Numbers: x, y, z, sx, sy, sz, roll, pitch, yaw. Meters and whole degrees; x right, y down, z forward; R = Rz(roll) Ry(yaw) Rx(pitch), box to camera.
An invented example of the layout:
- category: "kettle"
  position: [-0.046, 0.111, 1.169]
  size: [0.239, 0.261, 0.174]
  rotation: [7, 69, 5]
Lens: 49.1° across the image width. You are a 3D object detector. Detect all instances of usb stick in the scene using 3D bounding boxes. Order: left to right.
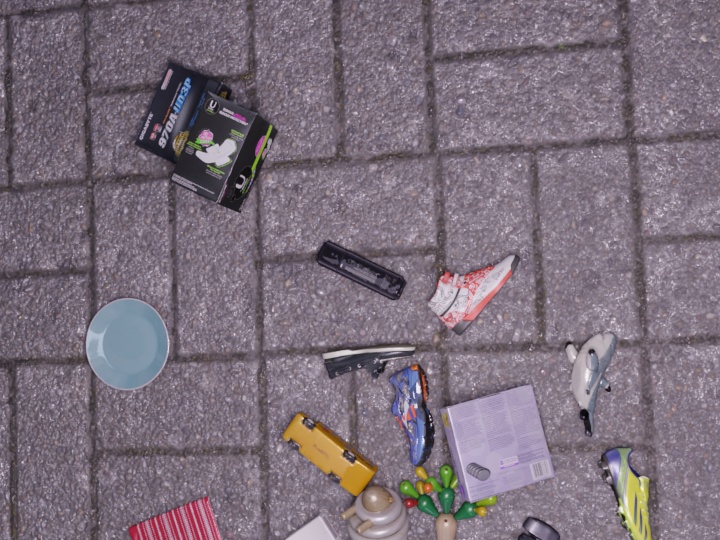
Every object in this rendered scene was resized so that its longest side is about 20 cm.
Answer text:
- category: "usb stick"
  position: [0.000, 0.000, 1.653]
  size: [0.198, 0.033, 0.056]
  rotation: [26, 85, 11]

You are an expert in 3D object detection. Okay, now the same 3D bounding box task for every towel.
- category: "towel"
  position: [-0.394, 0.591, 1.700]
  size: [0.198, 0.022, 0.146]
  rotation: [-23, 81, 7]

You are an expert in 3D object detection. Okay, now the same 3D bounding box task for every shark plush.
- category: "shark plush"
  position: [0.462, 0.224, 1.542]
  size: [0.082, 0.091, 0.203]
  rotation: [2, 82, -20]

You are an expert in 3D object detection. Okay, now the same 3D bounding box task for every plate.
- category: "plate"
  position: [-0.512, 0.162, 1.742]
  size: [0.197, 0.026, 0.203]
  rotation: [0, 88, 10]

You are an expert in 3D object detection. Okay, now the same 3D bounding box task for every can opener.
- category: "can opener"
  position: [0.395, 0.568, 1.536]
  size: [0.199, 0.063, 0.079]
  rotation: [35, 93, 11]

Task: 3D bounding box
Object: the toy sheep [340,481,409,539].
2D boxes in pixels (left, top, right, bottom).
- category: "toy sheep"
  position: [0.033, 0.511, 1.568]
  size: [0.136, 0.138, 0.202]
  rotation: [2, 120, 10]

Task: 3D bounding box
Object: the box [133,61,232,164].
- category: "box"
  position: [-0.387, -0.335, 1.718]
  size: [0.158, 0.046, 0.202]
  rotation: [26, 92, 24]

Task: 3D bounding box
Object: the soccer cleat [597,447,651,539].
- category: "soccer cleat"
  position: [0.529, 0.440, 1.519]
  size: [0.083, 0.065, 0.202]
  rotation: [-21, 84, 2]

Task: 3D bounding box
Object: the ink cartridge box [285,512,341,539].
- category: "ink cartridge box"
  position: [-0.095, 0.638, 1.632]
  size: [0.175, 0.045, 0.201]
  rotation: [-36, 81, 6]

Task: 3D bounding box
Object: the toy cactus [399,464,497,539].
- category: "toy cactus"
  position: [0.176, 0.475, 1.574]
  size: [0.197, 0.102, 0.168]
  rotation: [1, 97, 2]

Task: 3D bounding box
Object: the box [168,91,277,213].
- category: "box"
  position: [-0.284, -0.245, 1.658]
  size: [0.123, 0.148, 0.202]
  rotation: [26, 92, 12]

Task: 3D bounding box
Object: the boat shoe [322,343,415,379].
- category: "boat shoe"
  position: [0.019, 0.191, 1.619]
  size: [0.196, 0.074, 0.067]
  rotation: [-7, 88, 10]

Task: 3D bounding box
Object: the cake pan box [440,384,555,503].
- category: "cake pan box"
  position: [0.271, 0.334, 1.541]
  size: [0.197, 0.052, 0.187]
  rotation: [-13, 84, -14]

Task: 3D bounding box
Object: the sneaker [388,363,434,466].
- category: "sneaker"
  position: [0.103, 0.296, 1.601]
  size: [0.077, 0.075, 0.203]
  rotation: [-12, 70, 20]

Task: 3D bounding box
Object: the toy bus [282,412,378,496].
- category: "toy bus"
  position: [-0.062, 0.375, 1.621]
  size: [0.199, 0.078, 0.065]
  rotation: [37, 95, 10]

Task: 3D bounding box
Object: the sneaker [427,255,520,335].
- category: "sneaker"
  position: [0.224, 0.023, 1.593]
  size: [0.108, 0.067, 0.202]
  rotation: [40, 97, 7]
